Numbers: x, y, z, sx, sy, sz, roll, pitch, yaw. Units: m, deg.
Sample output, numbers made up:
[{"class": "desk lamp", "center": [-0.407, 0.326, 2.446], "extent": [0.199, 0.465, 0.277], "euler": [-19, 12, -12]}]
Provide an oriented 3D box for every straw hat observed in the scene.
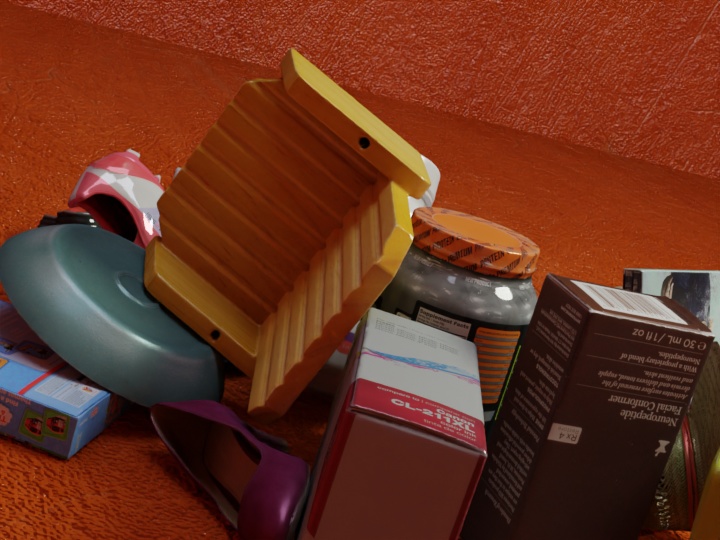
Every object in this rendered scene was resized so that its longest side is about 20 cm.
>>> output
[{"class": "straw hat", "center": [0.222, 0.148, 0.975], "extent": [0.085, 0.202, 0.201], "euler": [-4, 12, 9]}]

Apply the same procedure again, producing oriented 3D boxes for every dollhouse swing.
[{"class": "dollhouse swing", "center": [-0.067, -0.024, 0.954], "extent": [0.182, 0.200, 0.176], "euler": [40, 17, 2]}]

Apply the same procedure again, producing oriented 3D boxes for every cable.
[{"class": "cable", "center": [-0.264, -0.051, 1.264], "extent": [0.097, 0.051, 0.200], "euler": [13, -8, 1]}]

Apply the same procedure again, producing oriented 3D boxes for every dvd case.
[{"class": "dvd case", "center": [0.253, 0.099, 1.083], "extent": [0.022, 0.201, 0.146], "euler": [5, 2, 44]}]

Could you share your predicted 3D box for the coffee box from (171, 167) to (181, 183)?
[{"class": "coffee box", "center": [-0.097, -0.035, 1.367], "extent": [0.199, 0.080, 0.114], "euler": [16, -3, -3]}]

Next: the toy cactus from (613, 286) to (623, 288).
[{"class": "toy cactus", "center": [0.204, 0.098, 1.094], "extent": [0.200, 0.166, 0.102], "euler": [-11, 29, -42]}]

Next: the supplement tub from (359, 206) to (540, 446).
[{"class": "supplement tub", "center": [0.055, 0.063, 0.981], "extent": [0.122, 0.201, 0.123], "euler": [17, 14, -4]}]

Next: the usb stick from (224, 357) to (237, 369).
[{"class": "usb stick", "center": [-0.100, 0.063, 1.151], "extent": [0.055, 0.033, 0.200], "euler": [35, 22, 33]}]

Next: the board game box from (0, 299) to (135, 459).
[{"class": "board game box", "center": [-0.264, 0.062, 0.961], "extent": [0.199, 0.037, 0.151], "euler": [20, 15, 8]}]

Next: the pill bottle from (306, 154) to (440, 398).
[{"class": "pill bottle", "center": [0.000, 0.000, 1.114], "extent": [0.111, 0.201, 0.111], "euler": [16, -17, 5]}]

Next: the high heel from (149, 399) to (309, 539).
[{"class": "high heel", "center": [-0.089, 0.129, 0.849], "extent": [0.096, 0.068, 0.200], "euler": [20, 0, -11]}]

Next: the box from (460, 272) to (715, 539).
[{"class": "box", "center": [0.148, 0.112, 0.905], "extent": [0.100, 0.201, 0.075], "euler": [10, 18, -21]}]

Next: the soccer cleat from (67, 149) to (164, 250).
[{"class": "soccer cleat", "center": [-0.154, -0.015, 1.122], "extent": [0.200, 0.067, 0.077], "euler": [44, 44, -8]}]

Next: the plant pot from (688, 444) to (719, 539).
[{"class": "plant pot", "center": [0.273, 0.202, 0.748], "extent": [0.199, 0.182, 0.199], "euler": [22, 15, 21]}]

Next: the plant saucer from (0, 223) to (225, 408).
[{"class": "plant saucer", "center": [-0.174, 0.026, 1.008], "extent": [0.200, 0.036, 0.200], "euler": [35, 18, -13]}]

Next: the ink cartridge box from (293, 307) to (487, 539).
[{"class": "ink cartridge box", "center": [0.015, 0.124, 0.820], "extent": [0.083, 0.146, 0.200], "euler": [17, 15, -1]}]
